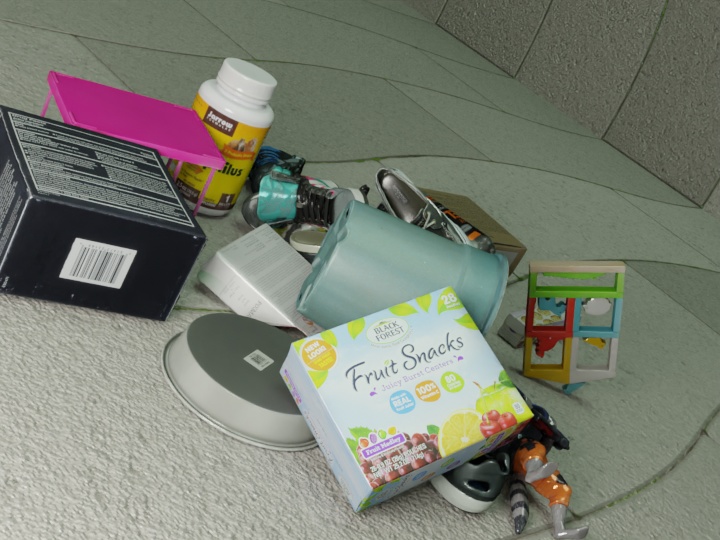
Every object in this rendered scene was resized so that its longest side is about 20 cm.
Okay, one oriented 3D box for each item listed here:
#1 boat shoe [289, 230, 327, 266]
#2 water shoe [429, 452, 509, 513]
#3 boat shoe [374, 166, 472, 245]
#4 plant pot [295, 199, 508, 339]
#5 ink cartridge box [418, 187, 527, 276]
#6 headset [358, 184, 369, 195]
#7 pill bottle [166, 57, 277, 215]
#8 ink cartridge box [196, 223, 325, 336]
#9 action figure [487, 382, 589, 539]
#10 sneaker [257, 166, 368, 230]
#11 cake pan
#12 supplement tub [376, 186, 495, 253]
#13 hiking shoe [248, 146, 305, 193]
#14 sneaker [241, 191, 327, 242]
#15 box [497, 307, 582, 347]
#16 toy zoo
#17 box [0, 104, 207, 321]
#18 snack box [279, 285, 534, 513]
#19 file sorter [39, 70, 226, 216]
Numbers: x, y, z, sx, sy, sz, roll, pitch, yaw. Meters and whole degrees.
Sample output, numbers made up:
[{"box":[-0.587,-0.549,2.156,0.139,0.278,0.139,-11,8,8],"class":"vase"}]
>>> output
[{"box":[-0.001,0.001,1.400,0.198,0.067,0.075,11,25,10],"class":"boat shoe"},{"box":[0.078,0.173,1.152,0.200,0.079,0.071,38,23,22],"class":"water shoe"},{"box":[0.082,-0.065,1.493,0.200,0.072,0.071,48,12,16],"class":"boat shoe"},{"box":[0.041,0.025,1.255,0.195,0.201,0.200,28,22,-9],"class":"plant pot"},{"box":[0.153,-0.062,1.761,0.199,0.075,0.165,6,32,-47],"class":"ink cartridge box"},{"box":[0.025,-0.022,1.489,0.123,0.094,0.201,2,47,-39],"class":"headset"},{"box":[-0.188,-0.183,1.450,0.109,0.201,0.109,24,22,-10],"class":"pill bottle"},{"box":[-0.088,0.037,1.318,0.200,0.050,0.161,44,23,3],"class":"ink cartridge box"},{"box":[0.167,0.193,1.194,0.200,0.105,0.194,45,6,-30],"class":"action figure"},{"box":[-0.072,-0.087,1.384,0.120,0.084,0.200,3,10,-23],"class":"sneaker"},{"box":[-0.111,0.110,1.121,0.199,0.037,0.201,24,22,-11],"class":"cake pan"},{"box":[0.114,-0.030,1.582,0.200,0.123,0.122,36,23,18],"class":"supplement tub"},{"box":[-0.147,-0.145,1.610,0.086,0.075,0.200,22,12,3],"class":"hiking shoe"},{"box":[-0.098,-0.083,1.539,0.199,0.075,0.084,1,11,-43],"class":"sneaker"},{"box":[0.280,0.083,1.646,0.041,0.039,0.199,41,25,27],"class":"box"},{"box":[0.293,0.082,1.473,0.130,0.201,0.020,1,23,2],"class":"toy zoo"},{"box":[-0.301,-0.060,1.150,0.199,0.124,0.199,14,27,-36],"class":"box"},{"box":[0.045,0.124,1.070,0.199,0.068,0.169,-17,63,-29],"class":"snack box"},{"box":[-0.298,-0.139,1.324,0.199,0.126,0.139,11,29,-35],"class":"file sorter"}]
